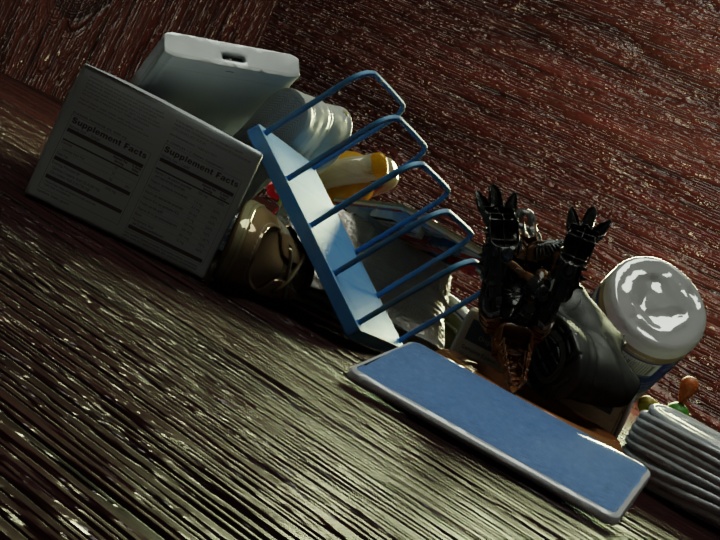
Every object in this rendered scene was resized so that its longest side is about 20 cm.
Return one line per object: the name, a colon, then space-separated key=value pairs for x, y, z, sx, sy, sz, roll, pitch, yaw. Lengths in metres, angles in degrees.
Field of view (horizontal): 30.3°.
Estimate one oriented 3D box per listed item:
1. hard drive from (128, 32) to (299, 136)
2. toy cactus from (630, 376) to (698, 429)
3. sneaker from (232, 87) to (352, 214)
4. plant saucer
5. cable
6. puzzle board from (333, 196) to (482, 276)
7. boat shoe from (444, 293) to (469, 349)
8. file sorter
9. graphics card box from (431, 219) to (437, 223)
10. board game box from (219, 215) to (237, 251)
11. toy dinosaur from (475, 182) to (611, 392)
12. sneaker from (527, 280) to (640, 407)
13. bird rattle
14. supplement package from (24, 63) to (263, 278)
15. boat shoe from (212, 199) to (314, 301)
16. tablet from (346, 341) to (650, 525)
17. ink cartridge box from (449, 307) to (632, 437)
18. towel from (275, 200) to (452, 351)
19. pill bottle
hard drive: x=-0.158 y=-0.157 z=1.256 sx=0.131 sy=0.027 sz=0.200 roll=6 pitch=-22 yaw=-28
toy cactus: x=0.370 y=0.199 z=1.374 sx=0.199 sy=0.103 sz=0.165 roll=35 pitch=7 yaw=-36
sneaker: x=-0.094 y=-0.094 z=1.285 sx=0.115 sy=0.199 sz=0.074 roll=2 pitch=57 yaw=-60
plant saucer: x=0.126 y=0.113 z=1.045 sx=0.198 sy=0.038 sz=0.200 roll=26 pitch=2 yaw=-1
cable: x=0.329 y=0.190 z=1.187 sx=0.199 sy=0.070 sz=0.200 roll=28 pitch=3 yaw=29
puzzle board: x=0.065 y=-0.030 z=1.332 sx=0.150 sy=0.018 sz=0.200 roll=28 pitch=-5 yaw=-20
boat shoe: x=0.032 y=0.042 z=1.360 sx=0.199 sy=0.072 sz=0.062 roll=27 pitch=39 yaw=-13
file sorter: x=0.016 y=-0.050 z=1.148 sx=0.201 sy=0.122 sz=0.139 roll=63 pitch=10 yaw=17
graphics card box: x=0.062 y=0.004 z=1.545 sx=0.050 sy=0.127 sz=0.200 roll=5 pitch=0 yaw=4
board game box: x=-0.184 y=-0.067 z=1.407 sx=0.198 sy=0.044 sz=0.199 roll=27 pitch=1 yaw=-12
toy dinosaur: x=0.132 y=0.015 z=1.043 sx=0.101 sy=0.137 sz=0.201 roll=-1 pitch=43 yaw=-16
sneaker: x=0.175 y=0.050 z=1.126 sx=0.090 sy=0.076 sz=0.201 roll=21 pitch=31 yaw=-22
bird rattle: x=-0.036 y=-0.088 z=1.478 sx=0.161 sy=0.114 sz=0.200 roll=-8 pitch=-17 yaw=5
supplement package: x=-0.179 y=-0.087 z=1.110 sx=0.155 sy=0.112 sz=0.200 roll=26 pitch=2 yaw=-11
boat shoe: x=-0.073 y=-0.011 z=1.104 sx=0.064 sy=0.072 sz=0.200 roll=26 pitch=1 yaw=5
tablet: x=0.096 y=0.106 z=0.901 sx=0.199 sy=0.014 sz=0.130 roll=28 pitch=15 yaw=17
ink cartridge box: x=0.172 y=0.105 z=1.242 sx=0.163 sy=0.076 sz=0.200 roll=26 pitch=2 yaw=13
towel: x=0.000 y=0.000 z=1.296 sx=0.198 sy=0.035 sz=0.133 roll=26 pitch=40 yaw=-12
pill bottle: x=0.263 y=0.081 z=1.383 sx=0.110 sy=0.112 sz=0.200 roll=26 pitch=-36 yaw=-4
